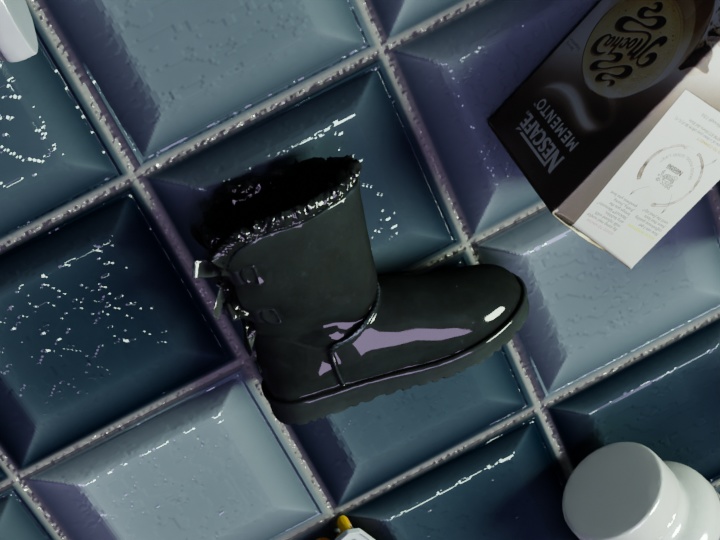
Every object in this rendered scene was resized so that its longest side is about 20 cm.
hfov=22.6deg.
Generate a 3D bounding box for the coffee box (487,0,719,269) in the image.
[{"bbox_3d":[0.186,-0.116,1.083,0.080,0.113,0.200,32,108,-36],"label":"coffee box"}]

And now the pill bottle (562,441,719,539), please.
[{"bbox_3d":[0.232,0.211,1.339,0.111,0.111,0.200,-38,129,8],"label":"pill bottle"}]

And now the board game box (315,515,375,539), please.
[{"bbox_3d":[-0.021,0.290,1.351,0.200,0.026,0.200,-41,129,11],"label":"board game box"}]

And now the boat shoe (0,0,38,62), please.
[{"bbox_3d":[-0.235,-0.179,0.902,0.066,0.070,0.200,-25,129,7],"label":"boat shoe"}]

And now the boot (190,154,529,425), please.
[{"bbox_3d":[0.000,-0.001,1.124,0.198,0.073,0.163,-22,126,-5],"label":"boot"}]
